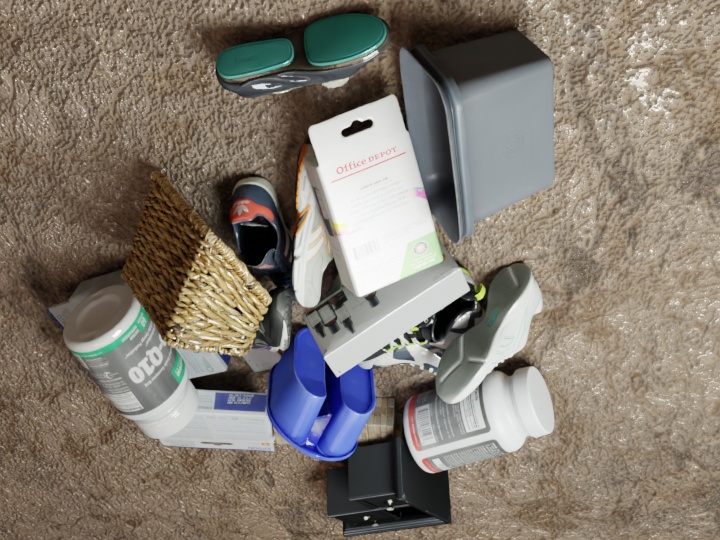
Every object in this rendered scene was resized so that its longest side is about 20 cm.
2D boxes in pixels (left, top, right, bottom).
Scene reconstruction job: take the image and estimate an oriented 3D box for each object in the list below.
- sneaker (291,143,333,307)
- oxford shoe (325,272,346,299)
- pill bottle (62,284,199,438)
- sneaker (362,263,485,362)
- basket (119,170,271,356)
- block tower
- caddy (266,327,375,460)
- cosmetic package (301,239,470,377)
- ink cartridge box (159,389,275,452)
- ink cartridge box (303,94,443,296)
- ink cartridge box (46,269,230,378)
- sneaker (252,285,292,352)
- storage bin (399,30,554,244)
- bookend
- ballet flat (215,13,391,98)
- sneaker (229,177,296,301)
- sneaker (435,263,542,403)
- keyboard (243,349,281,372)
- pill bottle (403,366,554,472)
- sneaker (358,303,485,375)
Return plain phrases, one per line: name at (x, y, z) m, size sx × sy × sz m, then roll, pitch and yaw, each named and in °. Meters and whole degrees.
sneaker at (-0.037, -0.047, 1.083) m, size 0.090 × 0.076 × 0.204 m, roll 4°, pitch 112°, yaw -6°
oxford shoe at (0.000, 0.000, 1.160) m, size 0.074 × 0.058 × 0.203 m, roll 1°, pitch 130°, yaw -27°
pill bottle at (-0.304, 0.128, 1.209) m, size 0.111 × 0.114 × 0.202 m, roll -11°, pitch 130°, yaw 18°
sneaker at (0.068, 0.063, 1.147) m, size 0.198 × 0.083 × 0.072 m, roll -35°, pitch 130°, yaw 7°
basket at (-0.185, -0.009, 1.091) m, size 0.141 × 0.200 × 0.152 m, roll 11°, pitch 109°, yaw -37°
block tower at (-0.034, 0.233, 1.379) m, size 0.195 × 0.055 × 0.059 m, roll 1°, pitch 133°, yaw 8°
caddy at (-0.058, 0.176, 1.243) m, size 0.139 × 0.201 × 0.106 m, roll 23°, pitch 115°, yaw -14°
cosmetic package at (0.030, 0.039, 1.112) m, size 0.198 × 0.083 × 0.051 m, roll -33°, pitch 139°, yaw -2°
ink cartridge box at (-0.232, 0.233, 1.393) m, size 0.195 × 0.041 × 0.201 m, roll 3°, pitch 154°, yaw -1°
ink cartridge box at (0.009, -0.089, 1.019) m, size 0.115 × 0.067 × 0.204 m, roll -21°, pitch 110°, yaw -12°
ink cartridge box at (-0.317, 0.086, 1.291) m, size 0.196 × 0.041 × 0.201 m, roll -14°, pitch 128°, yaw 22°
sneaker at (-0.140, 0.070, 1.179) m, size 0.085 × 0.078 × 0.200 m, roll 4°, pitch 162°, yaw -12°
storage bin at (0.128, -0.156, 0.958) m, size 0.132 × 0.146 × 0.203 m, roll -20°, pitch 132°, yaw -10°
bookend at (0.017, 0.344, 1.400) m, size 0.195 × 0.094 × 0.200 m, roll -14°, pitch 150°, yaw 22°
ballet flat at (-0.058, -0.226, 0.965) m, size 0.195 × 0.074 × 0.074 m, roll -10°, pitch 131°, yaw 10°
sneaker at (-0.115, -0.017, 1.143) m, size 0.073 × 0.085 × 0.202 m, roll -13°, pitch 129°, yaw 20°
sneaker at (0.173, 0.093, 1.148) m, size 0.070 × 0.202 × 0.080 m, roll 28°, pitch 168°, yaw 48°
keyboard at (-0.176, 0.077, 1.293) m, size 0.055 × 0.011 × 0.202 m, roll -18°, pitch 127°, yaw 17°
pill bottle at (0.170, 0.212, 1.285) m, size 0.197 × 0.117 × 0.116 m, roll -21°, pitch 126°, yaw 26°
sneaker at (0.099, 0.122, 1.238) m, size 0.196 × 0.080 × 0.131 m, roll -26°, pitch 116°, yaw 17°
